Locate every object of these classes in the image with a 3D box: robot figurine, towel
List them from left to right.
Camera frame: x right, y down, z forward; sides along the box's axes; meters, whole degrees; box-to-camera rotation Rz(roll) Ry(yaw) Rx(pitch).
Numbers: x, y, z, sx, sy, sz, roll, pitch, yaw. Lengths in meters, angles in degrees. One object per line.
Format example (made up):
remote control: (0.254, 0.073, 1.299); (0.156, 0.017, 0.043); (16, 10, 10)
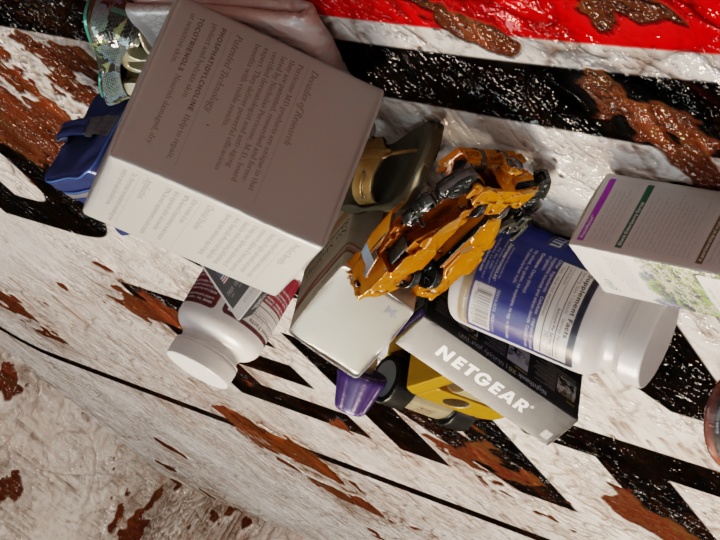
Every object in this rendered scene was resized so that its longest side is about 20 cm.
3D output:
towel: (-0.098, -0.188, 1.595); (0.191, 0.032, 0.200); (9, 156, 22)
robot figurine: (0.078, -0.044, 1.560); (0.145, 0.058, 0.200); (1, 144, -41)

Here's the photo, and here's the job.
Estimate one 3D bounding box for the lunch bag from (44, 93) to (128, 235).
lunch bag: (-0.263, -0.129, 1.918); (0.132, 0.136, 0.200); (37, 163, -22)

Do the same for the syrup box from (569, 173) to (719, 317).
syrup box: (0.281, -0.016, 1.430); (0.200, 0.082, 0.079); (14, 156, 43)

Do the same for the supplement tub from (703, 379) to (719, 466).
supplement tub: (0.430, 0.155, 1.634); (0.200, 0.107, 0.107); (9, 153, 51)

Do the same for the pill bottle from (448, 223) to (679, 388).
pill bottle: (0.194, 0.031, 1.651); (0.200, 0.116, 0.116); (24, 162, 20)

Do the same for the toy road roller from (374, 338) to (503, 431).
toy road roller: (0.110, 0.084, 1.902); (0.123, 0.146, 0.200); (21, 158, -29)

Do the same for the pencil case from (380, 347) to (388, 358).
pencil case: (0.025, 0.034, 1.989); (0.083, 0.091, 0.200); (-21, 149, 9)

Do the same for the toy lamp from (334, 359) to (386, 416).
toy lamp: (0.021, 0.061, 1.877); (0.058, 0.200, 0.058); (18, -172, -3)

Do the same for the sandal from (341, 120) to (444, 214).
sandal: (0.013, -0.096, 1.623); (0.054, 0.080, 0.200); (21, 165, -25)

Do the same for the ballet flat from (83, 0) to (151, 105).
ballet flat: (-0.234, -0.214, 1.751); (0.074, 0.074, 0.200); (28, 167, 7)

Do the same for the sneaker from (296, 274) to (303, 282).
sneaker: (-0.104, -0.063, 1.990); (0.200, 0.075, 0.087); (27, 148, -5)

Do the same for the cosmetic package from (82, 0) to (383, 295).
cosmetic package: (-0.117, -0.105, 1.540); (0.200, 0.167, 0.167); (24, 158, -11)

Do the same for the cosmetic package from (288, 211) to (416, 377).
cosmetic package: (0.000, 0.000, 1.723); (0.087, 0.103, 0.200); (33, -153, -13)

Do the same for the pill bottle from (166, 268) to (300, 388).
pill bottle: (-0.148, 0.036, 2.087); (0.113, 0.200, 0.113); (27, 163, 9)

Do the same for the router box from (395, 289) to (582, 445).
router box: (0.138, 0.063, 1.772); (0.200, 0.157, 0.052); (35, 127, -15)

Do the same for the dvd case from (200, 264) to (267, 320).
dvd case: (-0.149, -0.060, 1.736); (0.200, 0.025, 0.150); (56, 151, 8)
